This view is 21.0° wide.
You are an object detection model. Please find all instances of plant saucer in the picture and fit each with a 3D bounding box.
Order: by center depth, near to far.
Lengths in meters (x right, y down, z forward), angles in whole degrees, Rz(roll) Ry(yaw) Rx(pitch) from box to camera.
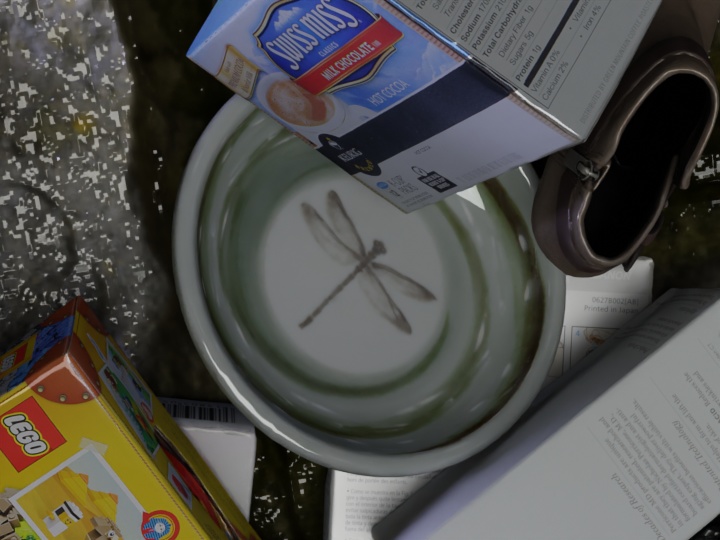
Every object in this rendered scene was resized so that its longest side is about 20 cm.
[{"bbox_3d":[0.000,0.000,0.912,0.199,0.050,0.202,7,73,-23],"label":"plant saucer"}]

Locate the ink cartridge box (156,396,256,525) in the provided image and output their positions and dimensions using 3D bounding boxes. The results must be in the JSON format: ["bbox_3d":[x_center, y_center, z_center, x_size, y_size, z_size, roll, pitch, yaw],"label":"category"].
[{"bbox_3d":[-0.141,0.159,0.974,0.161,0.057,0.202,5,101,-7],"label":"ink cartridge box"}]

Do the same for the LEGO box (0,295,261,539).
[{"bbox_3d":[-0.135,0.139,0.906,0.148,0.077,0.201,-32,109,7],"label":"LEGO box"}]

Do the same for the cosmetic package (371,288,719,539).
[{"bbox_3d":[0.107,0.098,0.910,0.200,0.113,0.081,-39,93,-3],"label":"cosmetic package"}]

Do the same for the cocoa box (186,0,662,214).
[{"bbox_3d":[0.031,-0.125,0.811,0.131,0.200,0.134,33,75,-12],"label":"cocoa box"}]

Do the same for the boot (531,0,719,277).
[{"bbox_3d":[0.133,-0.091,0.871,0.070,0.146,0.201,18,100,-5],"label":"boot"}]

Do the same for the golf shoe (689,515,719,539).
[{"bbox_3d":[0.219,0.174,0.988,0.199,0.078,0.095,16,108,-23],"label":"golf shoe"}]

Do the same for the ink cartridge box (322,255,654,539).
[{"bbox_3d":[0.063,0.090,0.983,0.160,0.050,0.202,3,87,-6],"label":"ink cartridge box"}]
